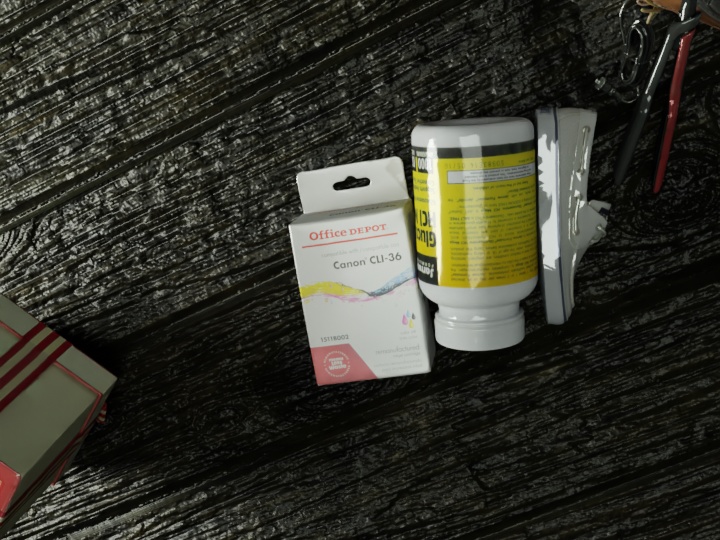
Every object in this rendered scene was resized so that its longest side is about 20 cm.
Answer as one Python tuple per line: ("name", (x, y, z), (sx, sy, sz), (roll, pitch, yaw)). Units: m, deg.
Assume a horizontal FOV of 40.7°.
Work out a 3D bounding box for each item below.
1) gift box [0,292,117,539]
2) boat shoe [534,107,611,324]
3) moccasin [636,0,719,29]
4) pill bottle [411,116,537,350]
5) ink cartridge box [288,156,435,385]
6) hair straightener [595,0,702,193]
("gift box", (-0.379, 0.152, 0.977), (0.184, 0.187, 0.200), (39, 125, -3))
("boat shoe", (0.197, -0.049, 0.897), (0.069, 0.071, 0.203), (-2, 98, 7))
("moccasin", (0.264, -0.256, 0.838), (0.199, 0.078, 0.075), (16, 89, -10))
("pill bottle", (0.106, -0.035, 0.890), (0.111, 0.112, 0.203), (-2, 101, 9))
("ink cartridge box", (0.000, 0.000, 0.937), (0.115, 0.068, 0.203), (-8, 101, 11))
("hair straightener", (0.243, -0.160, 0.843), (0.076, 0.041, 0.202), (9, 130, 9))
